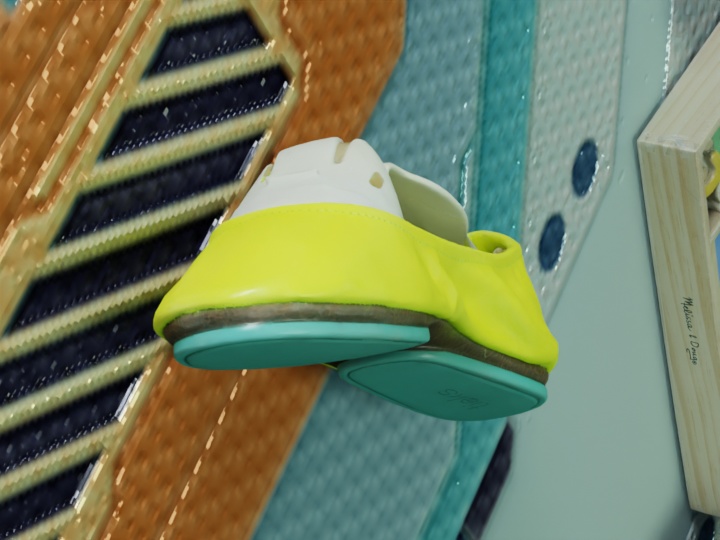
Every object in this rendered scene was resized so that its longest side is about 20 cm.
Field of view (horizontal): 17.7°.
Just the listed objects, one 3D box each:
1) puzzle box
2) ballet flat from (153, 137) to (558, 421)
[{"bbox_3d":[0.161,-0.013,0.933,0.133,0.025,0.200,-53,143,-37],"label":"puzzle box"},{"bbox_3d":[0.000,0.000,0.630,0.200,0.067,0.067,18,64,-64],"label":"ballet flat"}]
